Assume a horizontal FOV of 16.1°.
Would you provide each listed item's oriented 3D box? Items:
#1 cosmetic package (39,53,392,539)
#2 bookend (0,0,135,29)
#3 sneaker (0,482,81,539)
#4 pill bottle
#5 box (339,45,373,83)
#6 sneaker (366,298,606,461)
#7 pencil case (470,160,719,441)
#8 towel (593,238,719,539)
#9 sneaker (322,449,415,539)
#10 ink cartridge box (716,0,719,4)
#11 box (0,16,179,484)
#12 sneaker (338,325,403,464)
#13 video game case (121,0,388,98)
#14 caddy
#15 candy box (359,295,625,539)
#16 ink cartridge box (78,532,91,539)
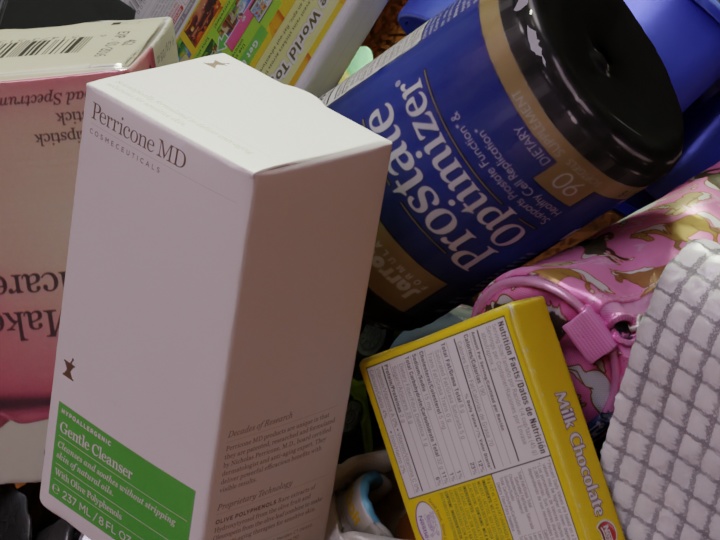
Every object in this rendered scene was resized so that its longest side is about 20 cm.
[{"bbox_3d":[-0.063,0.023,1.068,0.107,0.201,0.085,27,31,37],"label":"cosmetic package"},{"bbox_3d":[-0.203,-0.130,1.387,0.200,0.092,0.200,-29,39,44],"label":"bookend"},{"bbox_3d":[-0.144,0.185,1.189,0.104,0.060,0.201,-24,65,47],"label":"sneaker"},{"bbox_3d":[0.033,-0.043,1.107,0.200,0.112,0.112,-34,43,29],"label":"pill bottle"},{"bbox_3d":[-0.078,-0.043,1.339,0.199,0.048,0.118,-18,49,18],"label":"box"},{"bbox_3d":[0.102,0.051,1.154,0.199,0.070,0.082,15,54,29],"label":"sneaker"},{"bbox_3d":[0.139,0.005,1.104,0.086,0.083,0.200,34,42,30],"label":"pencil case"},{"bbox_3d":[0.179,0.102,1.003,0.085,0.201,0.165,-17,39,-42],"label":"towel"},{"bbox_3d":[-0.008,0.124,1.149,0.199,0.081,0.077,-21,50,14],"label":"sneaker"},{"bbox_3d":[0.279,-0.128,1.184,0.147,0.083,0.200,-46,48,-10],"label":"ink cartridge box"},{"bbox_3d":[-0.147,-0.010,1.215,0.127,0.201,0.109,-4,18,8],"label":"box"},{"bbox_3d":[0.000,0.000,1.234,0.076,0.075,0.201,12,78,43],"label":"sneaker"},{"bbox_3d":[-0.045,-0.163,1.301,0.200,0.023,0.182,-57,42,22],"label":"video game case"},{"bbox_3d":[0.116,-0.109,1.219,0.200,0.141,0.105,32,78,40],"label":"caddy"},{"bbox_3d":[0.067,0.118,1.045,0.102,0.026,0.201,-22,85,46],"label":"candy box"},{"bbox_3d":[-0.078,0.225,1.081,0.159,0.047,0.201,17,74,16],"label":"ink cartridge box"}]
